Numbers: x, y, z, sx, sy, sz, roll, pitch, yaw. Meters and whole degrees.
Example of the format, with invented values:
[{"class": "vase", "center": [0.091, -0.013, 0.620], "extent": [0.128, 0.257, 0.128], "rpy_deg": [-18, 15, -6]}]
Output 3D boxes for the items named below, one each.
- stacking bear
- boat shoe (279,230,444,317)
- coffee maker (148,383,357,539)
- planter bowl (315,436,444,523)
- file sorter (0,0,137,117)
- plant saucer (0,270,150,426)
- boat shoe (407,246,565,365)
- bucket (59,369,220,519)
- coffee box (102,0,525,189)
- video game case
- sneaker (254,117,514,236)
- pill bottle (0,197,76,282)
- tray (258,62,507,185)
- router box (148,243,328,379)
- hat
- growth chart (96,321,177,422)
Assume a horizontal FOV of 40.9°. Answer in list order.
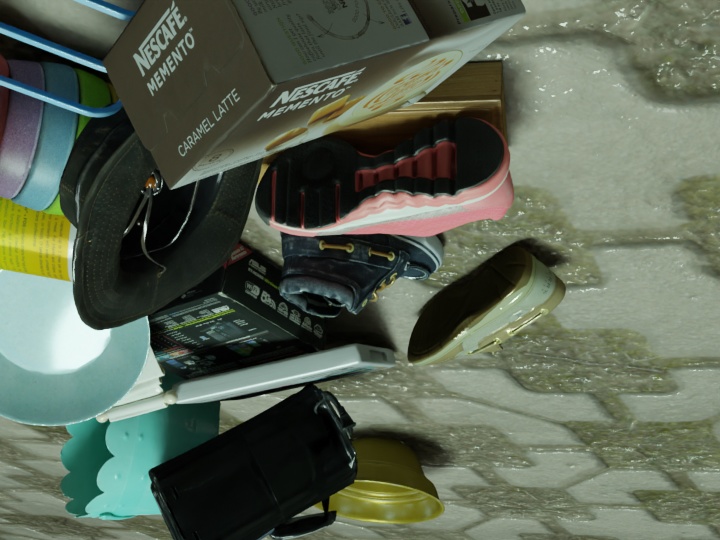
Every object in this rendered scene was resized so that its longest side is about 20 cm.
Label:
[{"class": "stacking bear", "center": [-0.198, -0.086, 0.714], "extent": [0.197, 0.116, 0.121], "rpy_deg": [13, 156, -34]}, {"class": "boat shoe", "center": [0.000, 0.000, 0.811], "extent": [0.070, 0.093, 0.199], "rpy_deg": [-8, 161, 38]}, {"class": "coffee maker", "center": [-0.114, 0.207, 0.998], "extent": [0.198, 0.135, 0.194], "rpy_deg": [-27, 147, -19]}, {"class": "planter bowl", "center": [0.023, 0.288, 1.358], "extent": [0.196, 0.085, 0.202], "rpy_deg": [6, 150, 3]}, {"class": "file sorter", "center": [-0.151, -0.193, 0.496], "extent": [0.137, 0.125, 0.200], "rpy_deg": [19, 150, -20]}, {"class": "plant saucer", "center": [-0.294, 0.050, 0.902], "extent": [0.197, 0.039, 0.205], "rpy_deg": [-2, 114, -4]}, {"class": "boat shoe", "center": [0.116, 0.050, 0.922], "extent": [0.066, 0.075, 0.200], "rpy_deg": [25, 147, -20]}, {"class": "bucket", "center": [-0.257, 0.188, 1.123], "extent": [0.133, 0.211, 0.207], "rpy_deg": [13, 152, -29]}, {"class": "coffee box", "center": [-0.020, -0.126, 0.518], "extent": [0.198, 0.081, 0.114], "rpy_deg": [-26, 176, -42]}, {"class": "video game case", "center": [-0.074, 0.110, 1.019], "extent": [0.196, 0.024, 0.182], "rpy_deg": [-14, 171, 11]}, {"class": "sneaker", "center": [0.018, -0.048, 0.698], "extent": [0.196, 0.075, 0.087], "rpy_deg": [-5, 153, 22]}, {"class": "pill bottle", "center": [-0.265, -0.048, 0.796], "extent": [0.196, 0.106, 0.105], "rpy_deg": [10, 151, -6]}, {"class": "tray", "center": [0.008, -0.103, 0.713], "extent": [0.196, 0.038, 0.099], "rpy_deg": [-1, 150, 11]}, {"class": "router box", "center": [-0.152, 0.048, 0.988], "extent": [0.197, 0.063, 0.149], "rpy_deg": [-16, 144, 35]}, {"class": "hat", "center": [-0.142, -0.060, 0.636], "extent": [0.080, 0.202, 0.202], "rpy_deg": [29, 156, 17]}, {"class": "growth chart", "center": [-0.255, 0.058, 0.954], "extent": [0.143, 0.018, 0.204], "rpy_deg": [-7, 107, 35]}]
